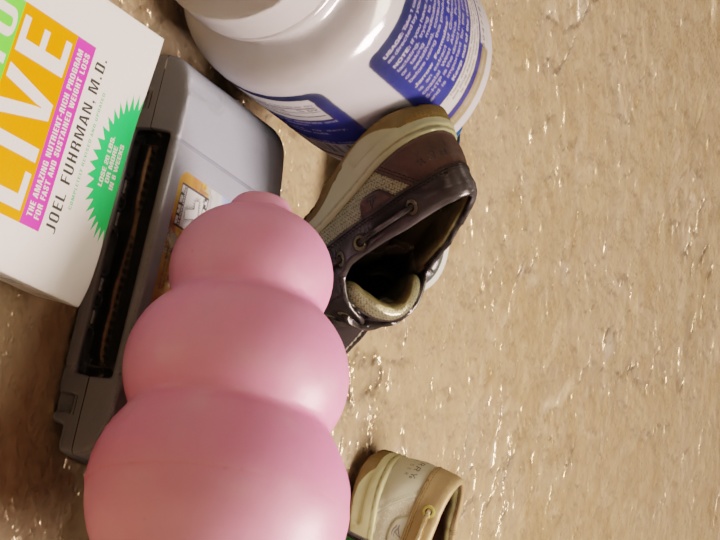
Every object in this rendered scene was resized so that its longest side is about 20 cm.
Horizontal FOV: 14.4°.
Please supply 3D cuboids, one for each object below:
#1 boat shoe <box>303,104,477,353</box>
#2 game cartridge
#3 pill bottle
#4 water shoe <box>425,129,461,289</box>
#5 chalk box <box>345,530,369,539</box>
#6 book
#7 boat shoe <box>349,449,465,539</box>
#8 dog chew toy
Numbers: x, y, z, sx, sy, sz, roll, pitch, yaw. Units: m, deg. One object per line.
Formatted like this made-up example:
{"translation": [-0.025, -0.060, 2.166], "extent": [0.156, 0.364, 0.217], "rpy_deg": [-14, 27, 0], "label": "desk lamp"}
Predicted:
{"translation": [0.000, 0.000, 1.481], "extent": [0.073, 0.065, 0.200], "rpy_deg": [-8, 145, -31], "label": "boat shoe"}
{"translation": [-0.091, 0.007, 1.420], "extent": [0.133, 0.041, 0.201], "rpy_deg": [31, 69, -60], "label": "game cartridge"}
{"translation": [-0.020, -0.135, 1.428], "extent": [0.200, 0.119, 0.120], "rpy_deg": [35, 65, -64], "label": "pill bottle"}
{"translation": [0.023, -0.085, 1.628], "extent": [0.079, 0.071, 0.201], "rpy_deg": [142, -43, -85], "label": "water shoe"}
{"translation": [-0.019, 0.195, 1.455], "extent": [0.124, 0.200, 0.124], "rpy_deg": [30, 85, -31], "label": "chalk box"}
{"translation": [-0.160, -0.070, 1.239], "extent": [0.200, 0.048, 0.134], "rpy_deg": [29, 74, -66], "label": "book"}
{"translation": [0.027, 0.210, 1.701], "extent": [0.074, 0.066, 0.201], "rpy_deg": [-24, 119, -62], "label": "boat shoe"}
{"translation": [-0.059, 0.060, 1.329], "extent": [0.125, 0.124, 0.201], "rpy_deg": [47, 47, -60], "label": "dog chew toy"}
